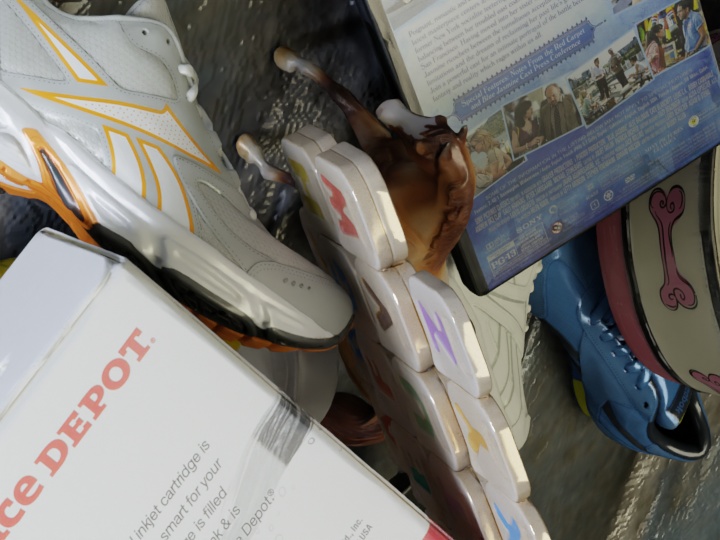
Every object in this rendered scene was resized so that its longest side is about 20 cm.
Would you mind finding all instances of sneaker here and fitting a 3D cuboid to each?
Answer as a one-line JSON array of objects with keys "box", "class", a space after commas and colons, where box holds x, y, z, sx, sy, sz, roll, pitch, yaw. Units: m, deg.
[{"box": [0.135, 0.030, 1.206, 0.066, 0.078, 0.200, -45, 139, -13], "class": "sneaker"}, {"box": [-0.075, -0.048, 0.855, 0.199, 0.076, 0.092, 35, 77, -10], "class": "sneaker"}, {"box": [0.057, 0.014, 1.102, 0.099, 0.078, 0.200, -46, 146, -16], "class": "sneaker"}]

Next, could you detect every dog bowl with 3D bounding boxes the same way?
[{"box": [0.186, -0.029, 1.171, 0.200, 0.073, 0.202, 3, 86, -56], "class": "dog bowl"}]

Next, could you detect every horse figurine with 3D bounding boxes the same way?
[{"box": [0.000, 0.000, 0.989, 0.050, 0.132, 0.201, -24, 132, -38], "class": "horse figurine"}]

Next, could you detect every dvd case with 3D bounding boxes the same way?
[{"box": [0.074, -0.101, 0.977, 0.142, 0.018, 0.201, -32, 127, -12], "class": "dvd case"}]

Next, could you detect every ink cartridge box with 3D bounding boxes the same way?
[{"box": [-0.071, 0.103, 0.811, 0.200, 0.084, 0.145, 43, 78, -28], "class": "ink cartridge box"}]

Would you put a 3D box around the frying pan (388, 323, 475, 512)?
[{"box": [0.018, 0.108, 1.067, 0.115, 0.031, 0.191, -43, 144, -20], "class": "frying pan"}]

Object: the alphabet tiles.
[{"box": [0.020, 0.045, 0.870, 0.015, 0.196, 0.201, -24, 107, -10], "class": "alphabet tiles"}]

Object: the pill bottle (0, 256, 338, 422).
[{"box": [-0.108, 0.047, 0.919, 0.199, 0.112, 0.113, -13, 124, -42], "class": "pill bottle"}]
